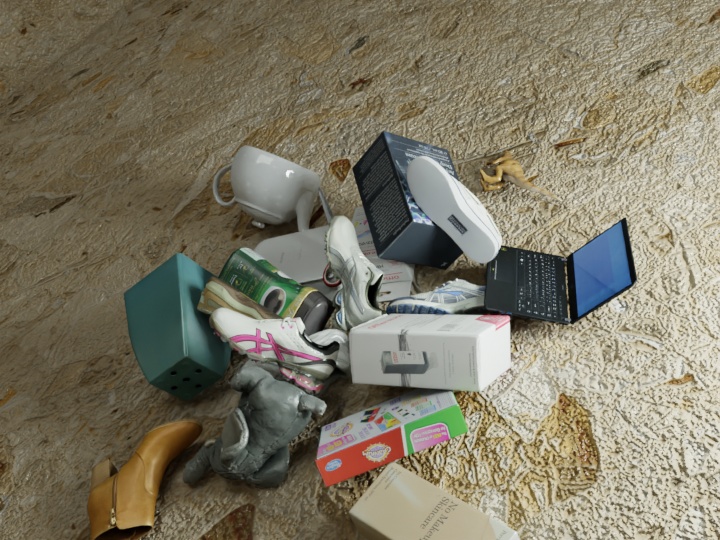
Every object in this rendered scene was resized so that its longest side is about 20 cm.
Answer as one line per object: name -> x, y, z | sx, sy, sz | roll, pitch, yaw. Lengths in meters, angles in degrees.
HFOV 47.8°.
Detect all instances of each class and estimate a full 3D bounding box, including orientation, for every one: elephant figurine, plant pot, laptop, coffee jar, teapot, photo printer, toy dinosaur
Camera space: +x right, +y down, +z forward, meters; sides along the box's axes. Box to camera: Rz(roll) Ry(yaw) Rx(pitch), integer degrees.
elephant figurine -> -0.160, 0.252, 1.188 | 0.141, 0.155, 0.200 | 30, 77, 1
plant pot -> -0.305, 0.108, 1.388 | 0.141, 0.141, 0.200 | -33, 45, 19
laptop -> 0.299, -0.011, 1.238 | 0.199, 0.104, 0.177 | 11, 36, 4
coffee jar -> -0.144, 0.050, 1.377 | 0.200, 0.085, 0.105 | 31, 93, 20
teapot -> -0.189, -0.159, 1.661 | 0.147, 0.197, 0.200 | -68, 20, 3
photo printer -> -0.123, -0.001, 1.497 | 0.199, 0.070, 0.167 | -11, 40, 16
toy dinosaur -> 0.278, -0.178, 1.507 | 0.106, 0.061, 0.200 | -22, 38, -1

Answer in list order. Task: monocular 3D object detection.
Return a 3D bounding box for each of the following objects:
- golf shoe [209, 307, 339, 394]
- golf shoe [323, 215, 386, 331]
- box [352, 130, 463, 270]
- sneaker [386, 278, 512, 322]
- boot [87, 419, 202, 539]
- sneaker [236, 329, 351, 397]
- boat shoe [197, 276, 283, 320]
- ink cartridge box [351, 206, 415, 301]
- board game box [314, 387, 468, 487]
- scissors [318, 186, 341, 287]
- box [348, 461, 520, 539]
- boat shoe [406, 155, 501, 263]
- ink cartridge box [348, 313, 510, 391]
golf shoe -> -0.126, 0.099, 1.210 | 0.092, 0.200, 0.073 | -60, 9, 7
golf shoe -> 0.000, 0.000, 1.329 | 0.097, 0.078, 0.201 | -17, 75, 33
box -> 0.092, -0.118, 1.392 | 0.107, 0.148, 0.201 | -46, 48, 40
sneaker -> 0.142, 0.057, 1.296 | 0.199, 0.077, 0.085 | -1, 38, 13
boot -> -0.317, 0.323, 1.225 | 0.201, 0.071, 0.144 | -28, 43, 0
sneaker -> -0.104, 0.166, 1.286 | 0.199, 0.078, 0.100 | -24, 41, 2
boat shoe -> -0.182, 0.087, 1.305 | 0.200, 0.072, 0.076 | 30, 88, 31
ink cartridge box -> 0.037, -0.036, 1.456 | 0.115, 0.068, 0.200 | -9, 40, 19
board game box -> 0.040, 0.217, 1.115 | 0.199, 0.040, 0.153 | -22, 5, 3
scissors -> -0.035, -0.060, 1.418 | 0.073, 0.014, 0.201 | -9, 68, 10
box -> 0.093, 0.325, 0.986 | 0.200, 0.078, 0.095 | 18, 53, 41
boat shoe -> 0.154, -0.104, 1.294 | 0.072, 0.200, 0.066 | -44, 0, 36
ink cartridge box -> 0.102, 0.114, 1.180 | 0.199, 0.085, 0.146 | 1, 8, 27
